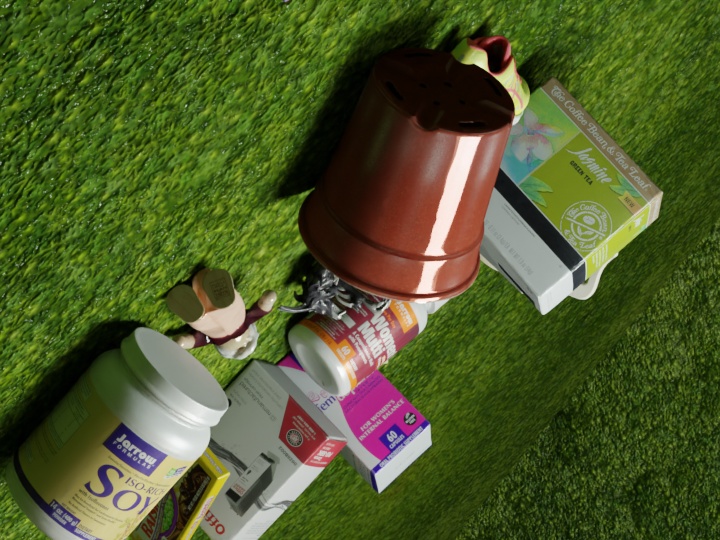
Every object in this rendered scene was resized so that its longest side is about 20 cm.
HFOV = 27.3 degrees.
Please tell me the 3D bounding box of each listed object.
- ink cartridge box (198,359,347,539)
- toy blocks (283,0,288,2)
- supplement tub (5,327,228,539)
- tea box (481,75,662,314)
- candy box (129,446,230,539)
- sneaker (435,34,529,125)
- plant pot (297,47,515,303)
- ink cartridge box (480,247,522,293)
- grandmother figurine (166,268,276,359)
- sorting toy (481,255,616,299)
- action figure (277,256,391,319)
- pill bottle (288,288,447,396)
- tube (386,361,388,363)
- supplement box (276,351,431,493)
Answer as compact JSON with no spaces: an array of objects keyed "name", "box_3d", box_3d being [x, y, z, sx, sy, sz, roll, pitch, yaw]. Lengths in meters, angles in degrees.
[{"name":"ink cartridge box","box_3d":[-0.140,0.234,1.866,0.200,0.147,0.083,-48,161,6]},{"name":"toy blocks","box_3d":[0.006,-0.276,1.163,0.200,0.100,0.137,-38,173,-20]},{"name":"supplement tub","box_3d":[-0.243,0.171,1.490,0.200,0.145,0.145,-48,162,10]},{"name":"tea box","box_3d":[0.229,-0.089,1.808,0.197,0.200,0.134,-41,166,-1]},{"name":"candy box","box_3d":[-0.235,0.276,1.822,0.026,0.102,0.200,-18,148,-46]},{"name":"sneaker","box_3d":[0.145,-0.214,1.625,0.090,0.078,0.200,-59,161,20]},{"name":"plant pot","box_3d":[0.057,-0.106,1.501,0.201,0.201,0.195,-27,147,-44]},{"name":"ink cartridge box","box_3d":[0.230,-0.099,1.956,0.200,0.145,0.147,-45,163,-1]},{"name":"grandmother figurine","box_3d":[-0.147,0.051,1.596,0.121,0.061,0.200,-16,163,-1]},{"name":"sorting toy","box_3d":[0.284,-0.052,2.131,0.107,0.180,0.200,-32,159,-36]},{"name":"action figure","box_3d":[0.000,0.000,1.736,0.200,0.102,0.119,-44,174,-9]},{"name":"pill bottle","box_3d":[0.014,0.061,1.887,0.200,0.110,0.110,-38,162,-20]},{"name":"tube","box_3d":[0.009,0.098,2.057,0.052,0.058,0.200,-55,169,-23]},{"name":"supplement box","box_3d":[-0.010,0.179,1.950,0.101,0.200,0.103,-42,161,-13]}]
